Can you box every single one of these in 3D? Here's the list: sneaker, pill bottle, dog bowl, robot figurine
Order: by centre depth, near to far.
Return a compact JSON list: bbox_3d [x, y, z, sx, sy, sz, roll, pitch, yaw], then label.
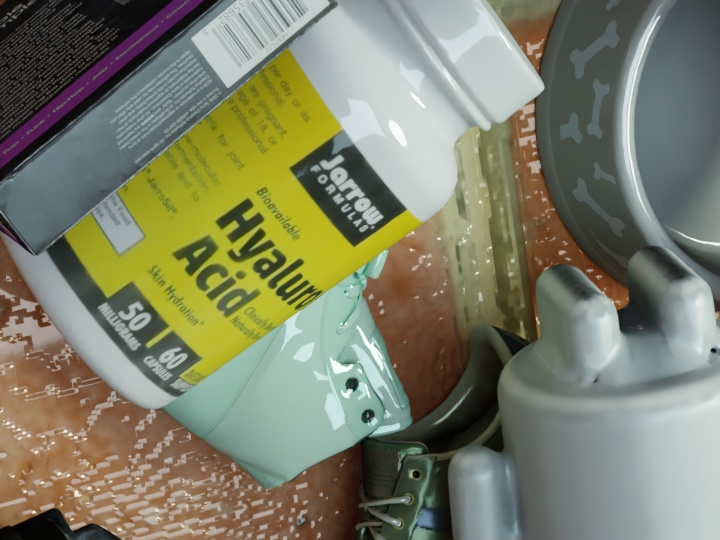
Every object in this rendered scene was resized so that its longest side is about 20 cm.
[{"bbox_3d":[-0.033,-0.045,1.135,0.200,0.111,0.111,-36,113,7],"label":"pill bottle"},{"bbox_3d":[0.120,0.094,1.228,0.169,0.113,0.200,-9,107,-5],"label":"robot figurine"},{"bbox_3d":[0.000,0.000,1.239,0.200,0.074,0.118,-43,107,3],"label":"sneaker"},{"bbox_3d":[0.021,0.108,1.277,0.200,0.067,0.090,-48,117,-14],"label":"sneaker"},{"bbox_3d":[0.180,-0.073,1.304,0.200,0.059,0.200,-5,104,-21],"label":"dog bowl"}]

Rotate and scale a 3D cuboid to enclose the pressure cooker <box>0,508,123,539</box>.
[{"bbox_3d":[-0.142,0.198,1.171,0.200,0.179,0.176,-26,107,-14],"label":"pressure cooker"}]

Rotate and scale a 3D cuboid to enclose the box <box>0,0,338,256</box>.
[{"bbox_3d":[-0.102,-0.079,1.114,0.143,0.200,0.036,-41,113,-8],"label":"box"}]
